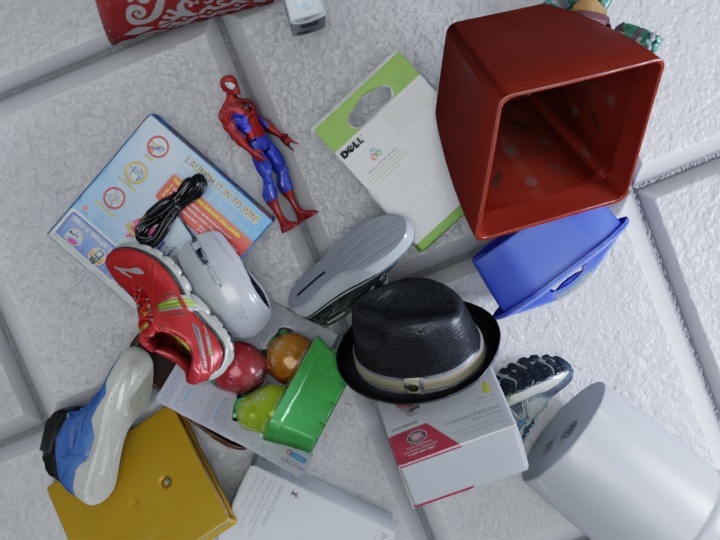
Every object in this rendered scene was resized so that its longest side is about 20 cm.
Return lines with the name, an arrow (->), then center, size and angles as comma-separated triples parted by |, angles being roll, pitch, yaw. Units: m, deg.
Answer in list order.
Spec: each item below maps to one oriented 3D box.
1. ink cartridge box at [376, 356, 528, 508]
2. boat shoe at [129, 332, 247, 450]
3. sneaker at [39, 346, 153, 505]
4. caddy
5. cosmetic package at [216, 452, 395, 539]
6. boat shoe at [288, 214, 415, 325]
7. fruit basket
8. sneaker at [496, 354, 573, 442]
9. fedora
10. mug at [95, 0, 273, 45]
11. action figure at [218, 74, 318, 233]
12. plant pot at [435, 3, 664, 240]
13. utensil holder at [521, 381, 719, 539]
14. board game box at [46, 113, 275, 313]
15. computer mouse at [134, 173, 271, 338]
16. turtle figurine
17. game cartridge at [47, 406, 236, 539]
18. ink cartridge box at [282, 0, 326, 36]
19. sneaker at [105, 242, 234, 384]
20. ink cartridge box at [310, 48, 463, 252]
ink cartridge box -> 0.096, 0.162, 1.452 | 0.145, 0.200, 0.084 | -20, 129, 1
boat shoe -> -0.206, 0.148, 1.521 | 0.200, 0.070, 0.070 | 38, 100, -3
sneaker -> -0.332, 0.175, 1.504 | 0.111, 0.077, 0.200 | 23, 98, 32
caddy -> 0.228, -0.019, 1.468 | 0.200, 0.141, 0.105 | -37, 91, 4
cosmetic package -> -0.067, 0.323, 1.537 | 0.200, 0.081, 0.113 | 24, 94, -2
boat shoe -> 0.000, 0.000, 1.485 | 0.071, 0.072, 0.200 | 28, 132, -36
fruit basket -> -0.119, 0.131, 1.496 | 0.200, 0.094, 0.186 | 24, 63, 8
sneaker -> 0.185, 0.181, 1.535 | 0.200, 0.078, 0.086 | -33, 111, 8
fedora -> 0.061, 0.066, 1.431 | 0.200, 0.201, 0.092 | -15, 128, 1
mug -> -0.213, -0.369, 1.430 | 0.199, 0.133, 0.178 | -11, 99, -2
action figure -> -0.118, -0.147, 1.489 | 0.052, 0.065, 0.200 | -24, 99, 46
plant pot -> 0.186, -0.183, 1.354 | 0.199, 0.176, 0.200 | -15, 138, -19
utensil holder -> 0.322, 0.256, 1.489 | 0.200, 0.170, 0.170 | 40, 95, -3
board game box -> -0.242, -0.054, 1.502 | 0.200, 0.056, 0.196 | 42, 95, -5
computer mouse -> -0.177, -0.007, 1.453 | 0.110, 0.044, 0.200 | -36, 92, 3
turtle figurine -> 0.272, -0.299, 1.455 | 0.149, 0.101, 0.201 | 6, 81, -18
game cartridge -> -0.273, 0.291, 1.517 | 0.200, 0.032, 0.177 | -34, 64, 6
ink cartridge box -> -0.086, -0.378, 1.412 | 0.047, 0.160, 0.201 | -16, 96, 0
sneaker -> -0.233, 0.049, 1.423 | 0.200, 0.085, 0.077 | 45, 138, 10
ink cartridge box -> 0.061, -0.146, 1.485 | 0.148, 0.076, 0.200 | -42, 94, 5
